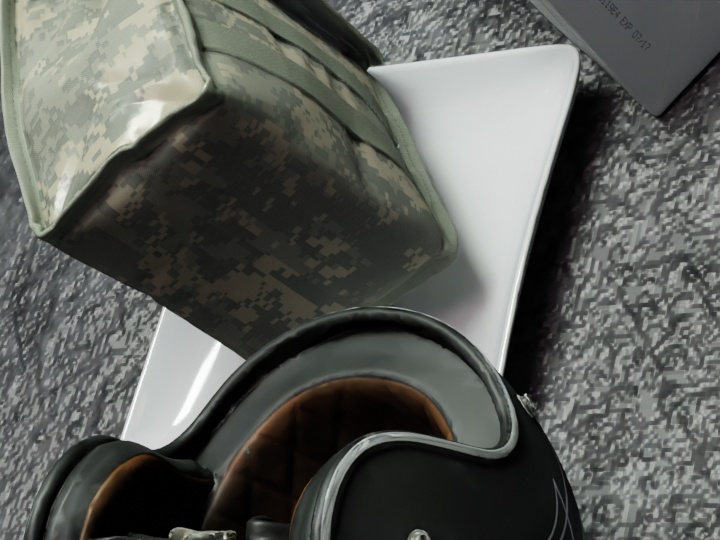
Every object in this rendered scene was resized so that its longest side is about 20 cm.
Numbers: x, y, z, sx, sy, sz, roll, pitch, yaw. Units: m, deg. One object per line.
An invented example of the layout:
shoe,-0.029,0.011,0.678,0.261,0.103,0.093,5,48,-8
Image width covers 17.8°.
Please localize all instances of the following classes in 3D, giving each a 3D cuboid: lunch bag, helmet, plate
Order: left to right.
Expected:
lunch bag,-0.066,-0.077,0.976,0.117,0.164,0.201,-39,45,18
helmet,-0.008,0.119,0.829,0.199,0.190,0.202,6,101,34
plate,0.000,0.000,1.013,0.198,0.032,0.202,-3,60,38

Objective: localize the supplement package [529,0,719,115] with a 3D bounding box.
supplement package,0.087,-0.181,1.005,0.110,0.114,0.200,-46,45,6
